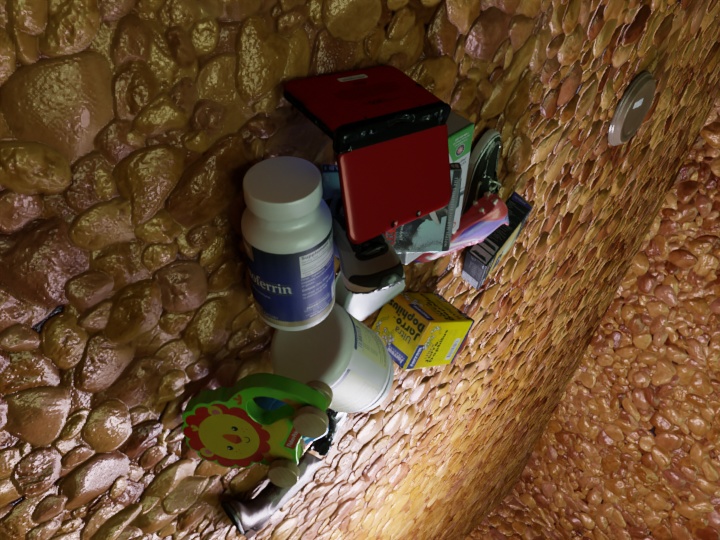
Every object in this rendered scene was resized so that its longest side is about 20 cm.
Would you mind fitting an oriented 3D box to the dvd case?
[{"bbox_3d":[0.041,-0.086,0.834,0.194,0.022,0.149,-2,131,-6],"label":"dvd case"}]

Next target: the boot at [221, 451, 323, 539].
[{"bbox_3d":[-0.157,0.402,1.081,0.199,0.064,0.188,-38,157,-20],"label":"boot"}]

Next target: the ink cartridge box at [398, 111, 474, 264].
[{"bbox_3d":[0.096,-0.133,0.915,0.145,0.083,0.203,-33,142,-30],"label":"ink cartridge box"}]

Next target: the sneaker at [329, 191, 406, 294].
[{"bbox_3d":[-0.002,-0.036,0.731,0.072,0.201,0.081,-18,123,-11],"label":"sneaker"}]

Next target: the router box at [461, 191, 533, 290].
[{"bbox_3d":[0.282,-0.056,1.209,0.158,0.052,0.200,-51,166,-7],"label":"router box"}]

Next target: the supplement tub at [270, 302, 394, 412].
[{"bbox_3d":[-0.037,0.144,0.924,0.146,0.144,0.200,-52,145,-3],"label":"supplement tub"}]

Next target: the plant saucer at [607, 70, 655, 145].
[{"bbox_3d":[0.730,-0.427,1.542,0.198,0.029,0.203,-33,141,-30],"label":"plant saucer"}]

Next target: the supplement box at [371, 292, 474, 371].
[{"bbox_3d":[0.125,0.118,1.157,0.198,0.108,0.111,5,116,-54],"label":"supplement box"}]

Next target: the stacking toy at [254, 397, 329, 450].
[{"bbox_3d":[-0.125,0.289,1.005,0.114,0.111,0.202,-22,148,-21],"label":"stacking toy"}]

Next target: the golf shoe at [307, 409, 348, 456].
[{"bbox_3d":[-0.050,0.243,1.090,0.204,0.076,0.094,-64,171,7],"label":"golf shoe"}]

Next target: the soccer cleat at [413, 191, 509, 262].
[{"bbox_3d":[0.184,-0.063,1.060,0.198,0.067,0.077,-35,125,5],"label":"soccer cleat"}]

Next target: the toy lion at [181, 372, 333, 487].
[{"bbox_3d":[-0.155,0.217,0.818,0.069,0.188,0.202,-80,-165,-55],"label":"toy lion"}]

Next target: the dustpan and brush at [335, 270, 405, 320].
[{"bbox_3d":[0.000,0.000,0.947,0.138,0.058,0.201,-34,151,-10],"label":"dustpan and brush"}]

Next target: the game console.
[{"bbox_3d":[0.016,-0.155,0.721,0.198,0.172,0.120,-24,147,-39],"label":"game console"}]

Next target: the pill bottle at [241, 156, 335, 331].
[{"bbox_3d":[-0.090,-0.031,0.731,0.115,0.115,0.203,-32,141,-31],"label":"pill bottle"}]

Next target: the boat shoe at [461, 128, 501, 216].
[{"bbox_3d":[0.234,-0.162,1.090,0.070,0.063,0.204,-20,134,-42],"label":"boat shoe"}]
